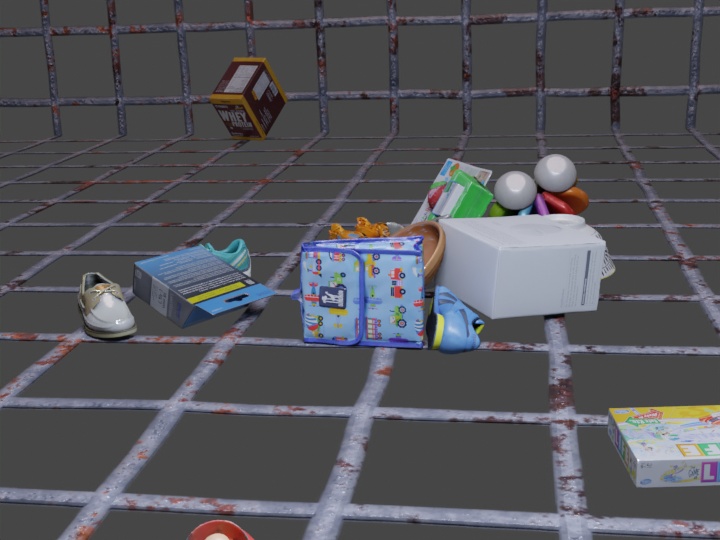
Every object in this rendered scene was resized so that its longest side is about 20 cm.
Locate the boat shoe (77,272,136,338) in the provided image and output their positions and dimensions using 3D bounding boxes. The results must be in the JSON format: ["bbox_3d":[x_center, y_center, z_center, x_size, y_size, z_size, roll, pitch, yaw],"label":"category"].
[{"bbox_3d":[-0.418,0.055,1.662,0.075,0.069,0.200,-12,19,-30],"label":"boat shoe"}]

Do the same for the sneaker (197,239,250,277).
[{"bbox_3d":[-0.288,-0.009,1.849,0.200,0.080,0.077,-16,21,-38],"label":"sneaker"}]

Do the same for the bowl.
[{"bbox_3d":[0.364,-0.048,1.879,0.200,0.094,0.201,-3,16,1],"label":"bowl"}]

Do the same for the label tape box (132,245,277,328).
[{"bbox_3d":[-0.257,0.038,1.691,0.200,0.063,0.144,30,32,34],"label":"label tape box"}]

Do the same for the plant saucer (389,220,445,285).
[{"bbox_3d":[0.063,0.000,1.696,0.200,0.037,0.200,-34,23,17],"label":"plant saucer"}]

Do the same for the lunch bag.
[{"bbox_3d":[-0.004,0.031,1.546,0.200,0.151,0.094,0,16,6],"label":"lunch bag"}]

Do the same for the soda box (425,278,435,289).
[{"bbox_3d":[0.155,-0.016,1.850,0.200,0.064,0.068,-12,19,-33],"label":"soda box"}]

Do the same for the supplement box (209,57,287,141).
[{"bbox_3d":[-0.377,-0.581,3.490,0.133,0.197,0.200,7,56,30],"label":"supplement box"}]

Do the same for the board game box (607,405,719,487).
[{"bbox_3d":[0.390,0.193,1.147,0.200,0.034,0.134,-2,17,0],"label":"board game box"}]

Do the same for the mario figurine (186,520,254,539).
[{"bbox_3d":[-0.117,0.265,0.823,0.123,0.106,0.200,29,17,-17],"label":"mario figurine"}]

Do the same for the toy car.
[{"bbox_3d":[0.361,-0.121,2.055,0.200,0.175,0.150,-23,63,-7],"label":"toy car"}]

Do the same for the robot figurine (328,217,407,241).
[{"bbox_3d":[0.036,-0.058,2.016,0.145,0.058,0.200,-17,21,-39],"label":"robot figurine"}]

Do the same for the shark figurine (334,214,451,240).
[{"bbox_3d":[0.054,-0.051,1.889,0.214,0.090,0.128,-22,-23,-17],"label":"shark figurine"}]

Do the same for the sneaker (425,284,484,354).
[{"bbox_3d":[0.141,0.077,1.542,0.078,0.066,0.200,9,16,-2],"label":"sneaker"}]

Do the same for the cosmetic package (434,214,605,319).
[{"bbox_3d":[0.254,-0.010,1.680,0.200,0.123,0.199,-2,16,-24],"label":"cosmetic package"}]

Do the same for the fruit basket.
[{"bbox_3d":[0.173,-0.138,2.088,0.094,0.185,0.200,28,2,-31],"label":"fruit basket"}]
